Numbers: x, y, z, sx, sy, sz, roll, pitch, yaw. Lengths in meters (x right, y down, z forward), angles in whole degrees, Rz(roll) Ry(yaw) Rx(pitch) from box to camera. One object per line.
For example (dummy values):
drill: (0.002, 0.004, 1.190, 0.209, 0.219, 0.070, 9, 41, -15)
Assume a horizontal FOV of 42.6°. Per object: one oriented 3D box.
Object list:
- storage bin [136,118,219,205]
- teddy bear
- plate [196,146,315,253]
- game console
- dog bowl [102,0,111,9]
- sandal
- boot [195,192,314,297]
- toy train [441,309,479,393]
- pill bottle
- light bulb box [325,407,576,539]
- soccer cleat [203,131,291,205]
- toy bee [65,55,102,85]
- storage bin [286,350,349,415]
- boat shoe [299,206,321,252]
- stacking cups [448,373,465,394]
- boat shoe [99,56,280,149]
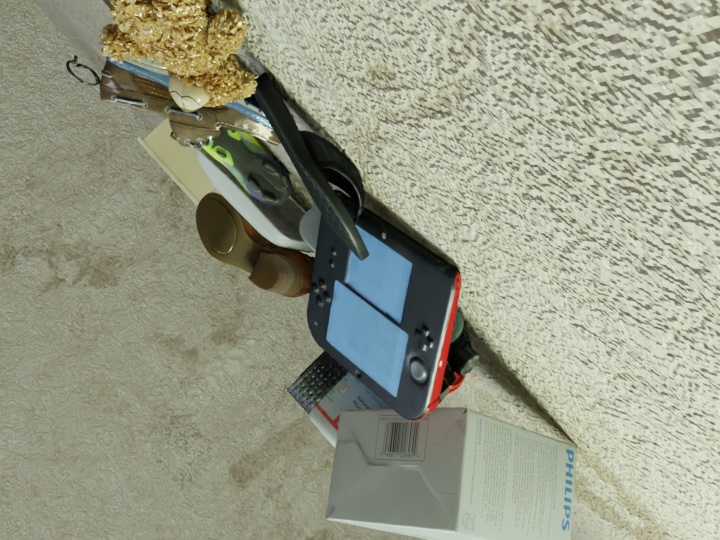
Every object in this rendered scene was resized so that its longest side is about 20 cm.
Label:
storage bin: (-0.397, -0.236, 2.109, 0.200, 0.094, 0.199, 47, 173, -1)
teddy bear: (-0.161, -0.203, 0.789, 0.143, 0.068, 0.201, 4, 154, -2)
plate: (-0.133, -0.088, 1.328, 0.199, 0.032, 0.200, 44, -168, 20)
game console: (0.016, 0.036, 0.931, 0.199, 0.031, 0.179, 36, 131, 39)
dog bowl: (-0.233, -0.299, 0.883, 0.200, 0.059, 0.200, 47, 173, 8)
sandal: (-0.037, -0.104, 0.879, 0.202, 0.048, 0.075, 60, 174, 0)
boot: (-0.140, -0.029, 1.337, 0.200, 0.074, 0.154, 47, -163, 23)
toy train: (0.037, 0.060, 1.028, 0.200, 0.114, 0.085, 43, 172, 26)
pill bottle: (0.040, 0.149, 1.152, 0.109, 0.200, 0.109, 45, 173, 7)
light bulb box: (0.102, 0.234, 1.019, 0.199, 0.127, 0.197, 24, 158, -40)
soccer cleat: (-0.170, -0.165, 1.236, 0.200, 0.065, 0.084, 48, 175, -12)
toy bee: (-0.218, -0.241, 1.039, 0.130, 0.109, 0.200, 39, -162, -1)
storage bin: (-0.003, 0.130, 1.307, 0.094, 0.200, 0.135, 44, 173, 3)
boat shoe: (0.000, 0.000, 1.153, 0.201, 0.073, 0.065, 55, -177, 28)
stacking cups: (0.119, 0.160, 1.336, 0.061, 0.060, 0.200, 46, 172, 3)
boat shoe: (-0.169, -0.165, 0.944, 0.198, 0.073, 0.072, 23, -166, -8)
